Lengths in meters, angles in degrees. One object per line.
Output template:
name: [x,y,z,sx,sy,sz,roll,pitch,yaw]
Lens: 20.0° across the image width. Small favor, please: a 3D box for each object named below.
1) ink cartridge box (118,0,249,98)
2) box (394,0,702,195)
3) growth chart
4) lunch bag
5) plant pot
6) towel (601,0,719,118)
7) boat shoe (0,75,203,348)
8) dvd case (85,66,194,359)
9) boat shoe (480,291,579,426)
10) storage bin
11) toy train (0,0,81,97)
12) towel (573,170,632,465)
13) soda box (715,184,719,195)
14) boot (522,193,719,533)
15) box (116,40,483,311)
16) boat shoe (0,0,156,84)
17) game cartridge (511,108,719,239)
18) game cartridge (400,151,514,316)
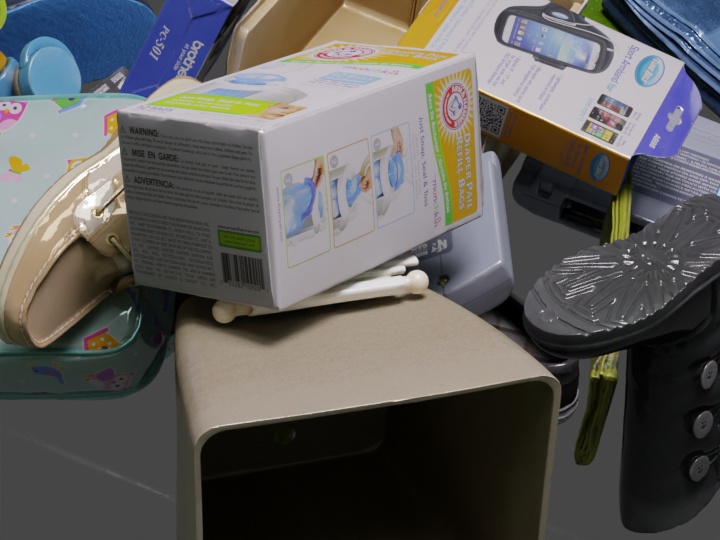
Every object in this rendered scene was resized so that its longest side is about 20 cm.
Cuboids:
ink cartridge box: [-0.111,-0.174,1.421,0.044,0.094,0.200,29,20,-5]
box: [0.129,-0.128,1.384,0.199,0.042,0.119,27,47,8]
growth chart: [-0.039,-0.010,1.211,0.144,0.018,0.200,-6,17,-9]
lunch bag: [-0.196,-0.017,1.286,0.159,0.077,0.201,-3,59,9]
plant pot: [-0.018,0.109,1.156,0.198,0.201,0.177,-8,32,-16]
towel: [0.287,-0.179,1.583,0.111,0.049,0.200,-22,53,-29]
boat shoe: [-0.134,-0.030,1.193,0.069,0.074,0.200,26,67,29]
dvd case: [-0.155,-0.033,1.347,0.146,0.022,0.200,-39,58,-12]
boat shoe: [0.067,0.022,1.332,0.070,0.066,0.200,-26,55,-32]
storage bin: [0.030,-0.148,1.476,0.199,0.094,0.199,24,46,14]
toy train: [-0.280,-0.165,1.345,0.200,0.115,0.085,48,49,-23]
towel: [0.157,0.027,1.329,0.018,0.086,0.201,11,44,1]
soda box: [0.261,-0.016,1.365,0.067,0.064,0.201,21,65,11]
boot: [0.164,0.073,1.204,0.164,0.201,0.066,-25,45,-26]
box: [-0.029,-0.060,1.167,0.112,0.102,0.200,10,22,37]
boat shoe: [-0.247,-0.174,1.464,0.199,0.085,0.069,-6,25,-15]
game cartridge: [0.222,-0.063,1.466,0.199,0.041,0.133,21,49,11]
game cartridge: [0.000,0.000,1.310,0.199,0.042,0.134,-16,47,14]
